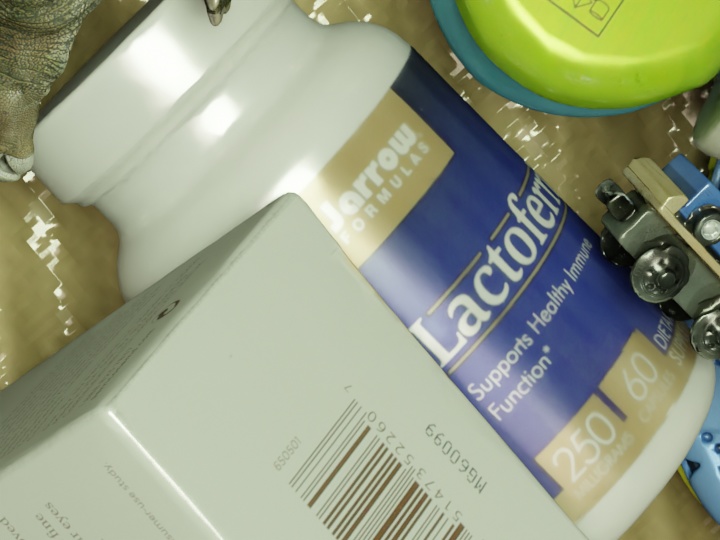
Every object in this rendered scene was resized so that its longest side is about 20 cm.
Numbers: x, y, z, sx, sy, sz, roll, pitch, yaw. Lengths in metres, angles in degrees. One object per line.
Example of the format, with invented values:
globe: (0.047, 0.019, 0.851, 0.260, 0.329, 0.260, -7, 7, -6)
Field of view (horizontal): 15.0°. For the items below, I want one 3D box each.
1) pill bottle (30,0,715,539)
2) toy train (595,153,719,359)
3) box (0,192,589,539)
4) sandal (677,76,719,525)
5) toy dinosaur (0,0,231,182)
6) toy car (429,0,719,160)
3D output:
pill bottle: (0.000, 0.000, 0.810, 0.200, 0.116, 0.116, 44, 87, -10)
toy train: (0.139, 0.030, 0.803, 0.046, 0.034, 0.200, -45, 120, 7)
box: (-0.054, 0.100, 0.760, 0.152, 0.200, 0.106, 50, 43, -10)
sandal: (0.138, -0.010, 0.846, 0.079, 0.087, 0.201, 2, 96, -11)
toy dinosaur: (-0.082, -0.118, 0.713, 0.102, 0.077, 0.201, 7, 96, 10)
toy car: (0.089, -0.126, 0.791, 0.175, 0.150, 0.200, 35, 72, -5)
